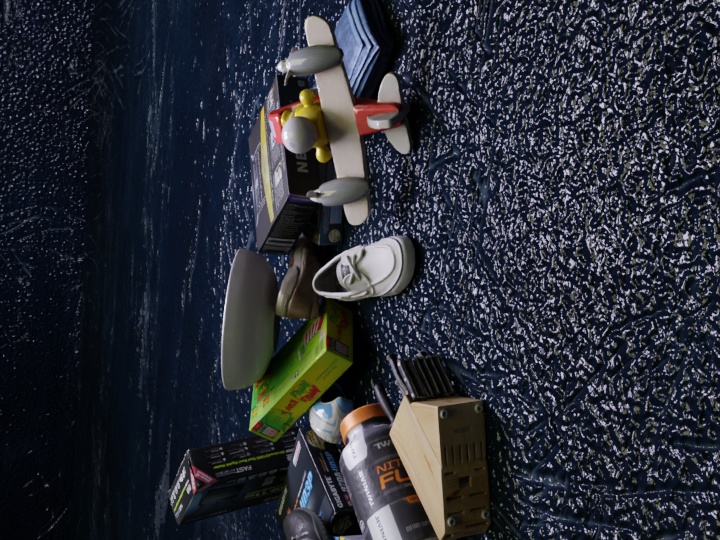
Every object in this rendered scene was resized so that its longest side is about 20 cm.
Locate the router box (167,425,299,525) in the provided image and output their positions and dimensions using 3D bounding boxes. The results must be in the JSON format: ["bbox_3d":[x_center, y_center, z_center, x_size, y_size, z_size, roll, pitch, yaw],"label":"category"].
[{"bbox_3d":[-0.195,0.328,1.600,0.063,0.197,0.151,65,147,27],"label":"router box"}]

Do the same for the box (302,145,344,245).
[{"bbox_3d":[-0.080,-0.130,1.500,0.199,0.037,0.140,-148,59,-60],"label":"box"}]

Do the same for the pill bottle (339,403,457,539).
[{"bbox_3d":[0.037,0.264,1.221,0.202,0.104,0.107,66,147,36],"label":"pill bottle"}]

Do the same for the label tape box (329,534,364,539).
[{"bbox_3d":[0.023,0.425,1.314,0.199,0.062,0.148,165,101,-67],"label":"label tape box"}]

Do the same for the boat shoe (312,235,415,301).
[{"bbox_3d":[0.000,0.000,1.309,0.199,0.065,0.074,-14,79,60],"label":"boat shoe"}]

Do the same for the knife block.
[{"bbox_3d":[0.077,0.198,1.180,0.175,0.063,0.205,173,94,-65],"label":"knife block"}]

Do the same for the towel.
[{"bbox_3d":[-0.019,-0.268,1.347,0.201,0.048,0.113,120,140,-49],"label":"towel"}]

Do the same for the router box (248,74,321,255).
[{"bbox_3d":[-0.111,-0.149,1.433,0.158,0.051,0.204,127,141,-55],"label":"router box"}]

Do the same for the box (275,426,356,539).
[{"bbox_3d":[-0.068,0.363,1.517,0.160,0.045,0.202,-119,36,-43],"label":"box"}]

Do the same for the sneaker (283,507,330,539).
[{"bbox_3d":[-0.077,0.396,1.363,0.200,0.080,0.075,-131,42,-57],"label":"sneaker"}]

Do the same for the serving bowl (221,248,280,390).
[{"bbox_3d":[-0.151,0.072,1.438,0.200,0.064,0.205,5,-90,-88],"label":"serving bowl"}]

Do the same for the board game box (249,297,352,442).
[{"bbox_3d":[-0.085,0.143,1.426,0.200,0.047,0.103,-47,27,32],"label":"board game box"}]

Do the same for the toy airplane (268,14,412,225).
[{"bbox_3d":[-0.033,-0.180,1.244,0.201,0.140,0.200,48,138,14],"label":"toy airplane"}]

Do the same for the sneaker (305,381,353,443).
[{"bbox_3d":[-0.057,0.188,1.468,0.073,0.071,0.200,-61,25,1],"label":"sneaker"}]

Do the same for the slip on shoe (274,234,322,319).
[{"bbox_3d":[-0.077,0.009,1.449,0.201,0.059,0.077,-79,3,-66],"label":"slip on shoe"}]
